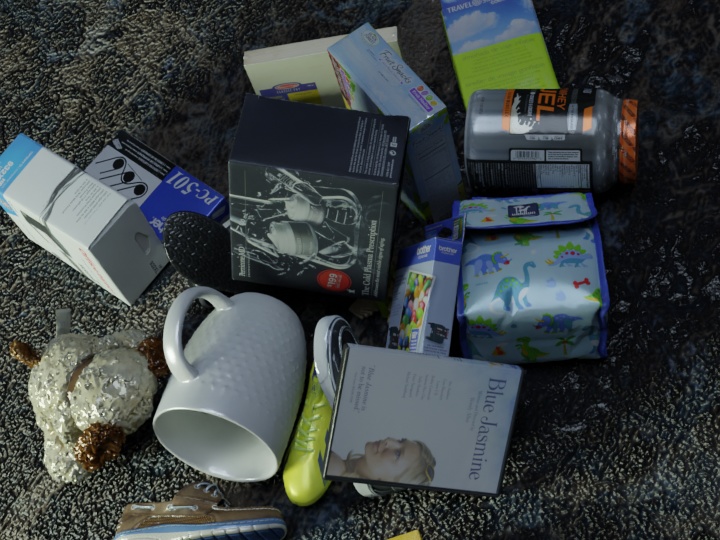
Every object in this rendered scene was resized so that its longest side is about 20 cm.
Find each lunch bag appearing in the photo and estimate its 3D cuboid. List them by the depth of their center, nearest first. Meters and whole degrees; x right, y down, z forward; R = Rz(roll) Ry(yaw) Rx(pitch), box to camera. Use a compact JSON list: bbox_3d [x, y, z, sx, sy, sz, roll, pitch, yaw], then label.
[{"bbox_3d":[0.187,-0.005,1.467,0.167,0.128,0.202,-3,50,6],"label":"lunch bag"}]

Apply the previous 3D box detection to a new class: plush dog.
[{"bbox_3d":[-0.292,0.130,1.462,0.170,0.161,0.202,5,57,43],"label":"plush dog"}]

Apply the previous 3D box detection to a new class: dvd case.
[{"bbox_3d":[0.066,0.158,1.361,0.197,0.018,0.145,8,100,-14],"label":"dvd case"}]

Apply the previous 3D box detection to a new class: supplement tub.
[{"bbox_3d":[0.226,-0.152,1.539,0.197,0.123,0.124,1,60,13],"label":"supplement tub"}]

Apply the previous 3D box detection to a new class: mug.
[{"bbox_3d":[-0.146,0.104,1.440,0.146,0.200,0.177,-10,46,35],"label":"mug"}]

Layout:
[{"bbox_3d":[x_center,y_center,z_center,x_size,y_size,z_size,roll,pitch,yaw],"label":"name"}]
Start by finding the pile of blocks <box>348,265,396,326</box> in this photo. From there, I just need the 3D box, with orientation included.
[{"bbox_3d":[0.000,0.000,1.544,0.199,0.062,0.082,30,71,28],"label":"pile of blocks"}]

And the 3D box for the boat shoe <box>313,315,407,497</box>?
[{"bbox_3d":[0.008,0.142,1.400,0.067,0.071,0.203,-16,89,35],"label":"boat shoe"}]

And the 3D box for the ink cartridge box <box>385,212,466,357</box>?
[{"bbox_3d":[0.067,0.040,1.436,0.041,0.119,0.203,13,81,-17],"label":"ink cartridge box"}]

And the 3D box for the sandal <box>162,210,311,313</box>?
[{"bbox_3d":[-0.150,-0.006,1.541,0.076,0.198,0.045,-61,24,1],"label":"sandal"}]

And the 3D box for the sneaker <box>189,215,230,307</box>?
[{"bbox_3d":[-0.126,-0.034,1.585,0.082,0.072,0.201,24,68,34],"label":"sneaker"}]

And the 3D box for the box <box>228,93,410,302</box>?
[{"bbox_3d":[-0.047,-0.075,1.429,0.179,0.201,0.105,9,52,3],"label":"box"}]

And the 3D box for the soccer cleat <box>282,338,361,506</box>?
[{"bbox_3d":[-0.046,0.158,1.448,0.064,0.084,0.202,10,63,19],"label":"soccer cleat"}]

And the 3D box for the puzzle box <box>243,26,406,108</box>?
[{"bbox_3d":[-0.037,-0.241,1.654,0.197,0.134,0.026,-7,58,9],"label":"puzzle box"}]

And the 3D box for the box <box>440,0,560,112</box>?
[{"bbox_3d":[0.176,-0.280,1.673,0.120,0.048,0.202,-14,57,5],"label":"box"}]

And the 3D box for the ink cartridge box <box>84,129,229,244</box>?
[{"bbox_3d":[-0.264,-0.095,1.677,0.199,0.044,0.094,32,74,28],"label":"ink cartridge box"}]

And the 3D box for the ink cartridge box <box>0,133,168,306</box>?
[{"bbox_3d":[-0.351,-0.062,1.620,0.199,0.146,0.084,30,71,27],"label":"ink cartridge box"}]

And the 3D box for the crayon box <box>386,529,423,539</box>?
[{"bbox_3d":[-0.008,0.379,1.323,0.197,0.059,0.174,-18,57,3],"label":"crayon box"}]

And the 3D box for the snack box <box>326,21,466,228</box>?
[{"bbox_3d":[0.047,-0.166,1.548,0.067,0.201,0.169,-34,58,-7],"label":"snack box"}]

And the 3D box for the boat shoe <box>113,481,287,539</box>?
[{"bbox_3d":[-0.176,0.269,1.423,0.197,0.073,0.073,-8,57,10],"label":"boat shoe"}]
